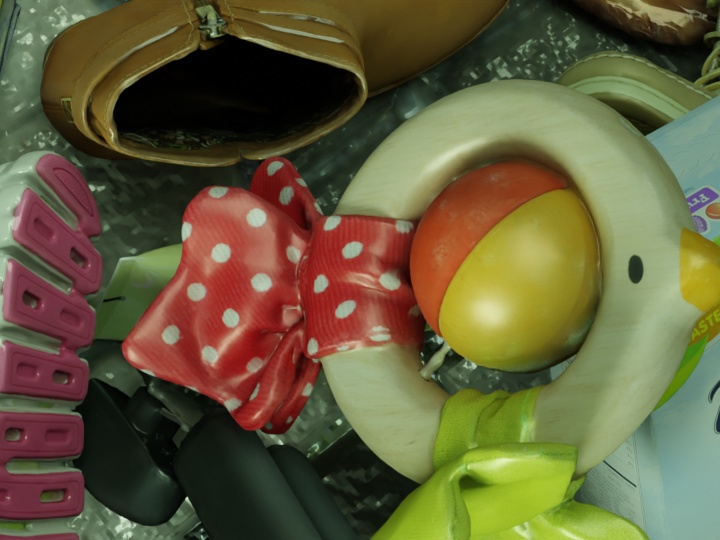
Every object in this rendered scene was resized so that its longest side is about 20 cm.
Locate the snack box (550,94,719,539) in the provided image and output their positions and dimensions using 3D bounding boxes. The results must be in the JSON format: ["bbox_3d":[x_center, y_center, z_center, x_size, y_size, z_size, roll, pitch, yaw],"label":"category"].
[{"bbox_3d":[0.151,0.031,0.956,0.168,0.201,0.068,-29,40,-21],"label":"snack box"}]

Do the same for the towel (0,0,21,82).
[{"bbox_3d":[-0.231,-0.068,1.012,0.199,0.023,0.144,14,66,-6],"label":"towel"}]

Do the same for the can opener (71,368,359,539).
[{"bbox_3d":[-0.042,0.081,0.919,0.053,0.200,0.067,31,96,-30],"label":"can opener"}]

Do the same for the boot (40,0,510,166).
[{"bbox_3d":[-0.017,-0.086,0.983,0.199,0.155,0.077,-11,102,-12],"label":"boot"}]

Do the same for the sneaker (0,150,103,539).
[{"bbox_3d":[-0.147,0.056,0.951,0.087,0.074,0.201,5,85,32],"label":"sneaker"}]

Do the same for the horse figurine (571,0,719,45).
[{"bbox_3d":[0.054,-0.159,1.091,0.199,0.050,0.133,3,84,-20],"label":"horse figurine"}]

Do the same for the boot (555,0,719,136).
[{"bbox_3d":[0.143,-0.077,1.030,0.200,0.072,0.155,28,59,-40],"label":"boot"}]

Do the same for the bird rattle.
[{"bbox_3d":[0.032,0.016,0.857,0.163,0.112,0.200,-49,48,11],"label":"bird rattle"}]

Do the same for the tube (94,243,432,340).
[{"bbox_3d":[0.000,0.000,1.008,0.199,0.058,0.052,-7,28,-18],"label":"tube"}]
